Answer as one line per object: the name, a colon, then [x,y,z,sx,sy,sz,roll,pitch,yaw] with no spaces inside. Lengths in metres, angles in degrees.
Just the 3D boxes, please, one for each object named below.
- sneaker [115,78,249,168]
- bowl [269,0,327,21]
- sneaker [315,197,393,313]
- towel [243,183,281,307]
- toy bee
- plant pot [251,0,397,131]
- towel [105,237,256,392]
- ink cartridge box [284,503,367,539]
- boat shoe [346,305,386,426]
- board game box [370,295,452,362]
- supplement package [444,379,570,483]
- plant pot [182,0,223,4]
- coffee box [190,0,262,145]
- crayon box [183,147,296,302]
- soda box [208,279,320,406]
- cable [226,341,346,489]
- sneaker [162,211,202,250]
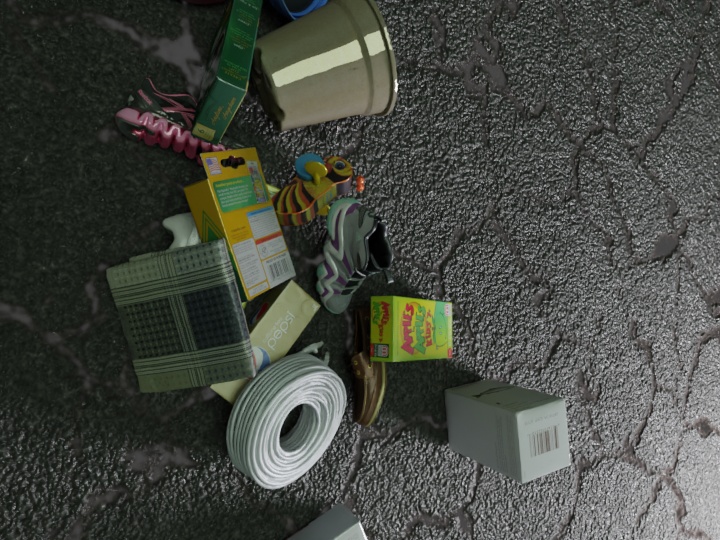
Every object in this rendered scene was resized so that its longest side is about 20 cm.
sneaker: [-0.248,-0.217,0.774,0.198,0.079,0.097,19,69,-27]
bowl: [-0.089,-0.494,0.815,0.201,0.039,0.203,-45,146,-44]
sneaker: [0.000,0.000,0.823,0.077,0.139,0.203,-19,126,-39]
towel: [-0.193,-0.048,0.825,0.085,0.018,0.203,19,81,-20]
toy bee: [-0.053,-0.146,0.833,0.108,0.131,0.202,28,88,15]
plant pot: [-0.069,-0.311,0.811,0.181,0.200,0.203,-24,99,-15]
towel: [-0.246,0.066,0.722,0.197,0.035,0.196,-11,98,18]
ink cartridge box: [-0.042,0.516,0.847,0.144,0.083,0.203,-24,99,-25]
boat shoe: [0.006,0.159,0.894,0.067,0.072,0.203,13,76,-21]
board game box: [0.093,0.101,0.900,0.199,0.047,0.103,10,80,-53]
supplement package: [0.257,0.279,0.943,0.115,0.199,0.119,-7,92,-27]
plant pot: [-0.224,-0.509,0.720,0.197,0.179,0.204,1,87,-22]
coffee box: [-0.187,-0.292,0.738,0.043,0.123,0.203,18,55,-27]
crayon box: [-0.172,-0.066,0.750,0.125,0.051,0.203,-32,108,-61]
soda box: [-0.152,0.112,0.813,0.068,0.064,0.201,42,72,-19]
cable: [-0.107,0.227,0.794,0.198,0.069,0.203,-16,118,-45]
sneaker: [-0.244,0.011,0.762,0.098,0.078,0.203,-8,81,-10]
